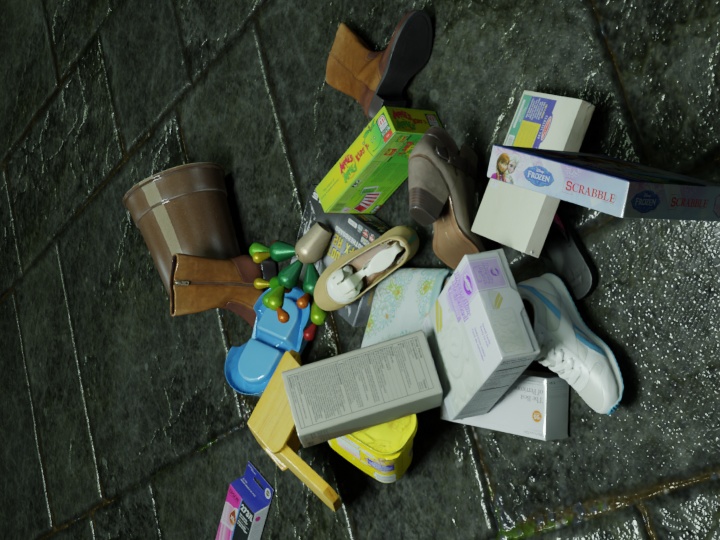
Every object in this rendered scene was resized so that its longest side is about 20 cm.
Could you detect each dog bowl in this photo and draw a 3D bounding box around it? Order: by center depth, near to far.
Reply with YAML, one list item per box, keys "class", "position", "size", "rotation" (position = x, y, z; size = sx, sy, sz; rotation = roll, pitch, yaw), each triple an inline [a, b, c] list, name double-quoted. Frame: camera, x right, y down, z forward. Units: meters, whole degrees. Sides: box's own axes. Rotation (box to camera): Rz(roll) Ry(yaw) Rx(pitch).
- class: "dog bowl"
  position: [-0.147, 0.122, 1.791]
  size: [0.111, 0.050, 0.201]
  rotation: [20, 76, 31]

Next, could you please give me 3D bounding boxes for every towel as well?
- class: "towel"
  position: [0.064, 0.093, 1.548]
  size: [0.171, 0.048, 0.202]
  rotation: [3, 75, 55]

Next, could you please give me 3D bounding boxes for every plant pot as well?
- class: "plant pot"
  position: [-0.316, -0.066, 1.967]
  size: [0.200, 0.199, 0.200]
  rotation: [-33, 73, 47]

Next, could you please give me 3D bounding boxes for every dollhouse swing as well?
- class: "dollhouse swing"
  position: [-0.074, 0.258, 1.694]
  size: [0.175, 0.200, 0.183]
  rotation: [26, 73, 9]

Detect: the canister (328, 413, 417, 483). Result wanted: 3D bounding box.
- class: "canister"
  position: [0.010, 0.228, 1.538]
  size: [0.148, 0.087, 0.200]
  rotation: [32, 161, 15]

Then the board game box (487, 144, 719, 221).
- class: "board game box"
  position: [0.282, -0.099, 1.196]
  size: [0.199, 0.198, 0.042]
  rotation: [24, 109, 48]

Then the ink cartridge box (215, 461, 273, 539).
- class: "ink cartridge box"
  position: [-0.218, 0.465, 1.974]
  size: [0.095, 0.037, 0.202]
  rotation: [38, 118, 44]

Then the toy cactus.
- class: "toy cactus"
  position: [-0.095, 0.001, 1.702]
  size: [0.166, 0.102, 0.200]
  rotation: [-53, 47, 15]

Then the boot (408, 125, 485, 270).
- class: "boot"
  position: [0.135, -0.097, 1.463]
  size: [0.070, 0.200, 0.147]
  rotation: [-10, 48, 38]

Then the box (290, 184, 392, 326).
- class: "box"
  position: [-0.029, -0.028, 1.707]
  size: [0.200, 0.048, 0.160]
  rotation: [40, 121, 43]

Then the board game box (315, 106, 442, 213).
- class: "board game box"
  position: [0.028, -0.161, 1.590]
  size: [0.200, 0.101, 0.048]
  rotation: [-46, 58, 42]

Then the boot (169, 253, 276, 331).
- class: "boot"
  position: [-0.231, 0.065, 1.831]
  size: [0.068, 0.199, 0.190]
  rotation: [0, 91, 50]

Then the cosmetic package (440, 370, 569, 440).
- class: "cosmetic package"
  position: [0.191, 0.174, 1.437]
  size: [0.199, 0.050, 0.083]
  rotation: [2, 94, 51]

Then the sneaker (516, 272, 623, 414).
- class: "sneaker"
  position: [0.250, 0.098, 1.322]
  size: [0.201, 0.080, 0.077]
  rotation: [58, 149, 28]

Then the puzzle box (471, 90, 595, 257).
- class: "puzzle box"
  position: [0.218, -0.127, 1.354]
  size: [0.133, 0.025, 0.202]
  rotation: [31, 102, 62]

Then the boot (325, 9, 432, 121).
- class: "boot"
  position: [0.025, -0.338, 1.640]
  size: [0.200, 0.068, 0.190]
  rotation: [50, 136, 47]

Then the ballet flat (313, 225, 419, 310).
- class: "ballet flat"
  position: [0.000, 0.000, 1.587]
  size: [0.200, 0.063, 0.069]
  rotation: [-38, 96, 21]

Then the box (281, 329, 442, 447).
- class: "box"
  position: [0.004, 0.158, 1.414]
  size: [0.078, 0.198, 0.096]
  rotation: [81, 173, -68]

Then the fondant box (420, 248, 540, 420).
- class: "fondant box"
  position: [0.148, 0.086, 1.359]
  size: [0.200, 0.058, 0.145]
  rotation: [117, 141, -57]

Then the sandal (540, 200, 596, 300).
- class: "sandal"
  position: [0.238, -0.051, 1.374]
  size: [0.075, 0.045, 0.201]
  rotation: [-52, 53, 40]
